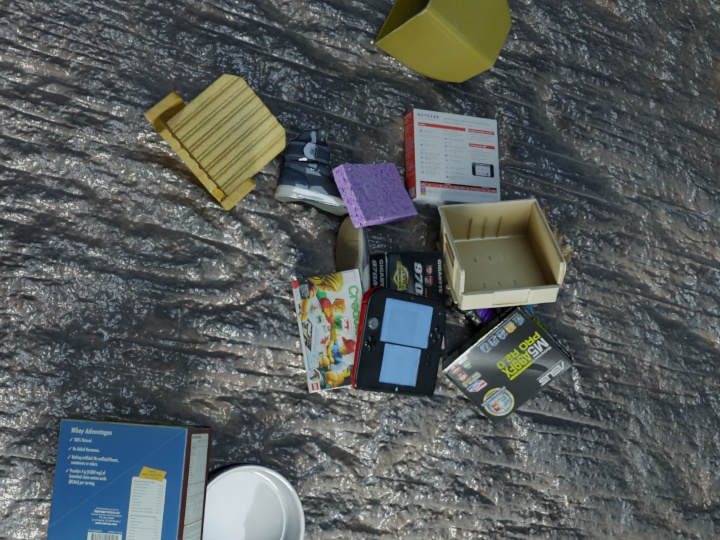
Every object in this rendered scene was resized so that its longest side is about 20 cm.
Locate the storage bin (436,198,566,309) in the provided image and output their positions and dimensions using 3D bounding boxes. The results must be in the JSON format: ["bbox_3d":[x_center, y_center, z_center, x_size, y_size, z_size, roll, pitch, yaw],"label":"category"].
[{"bbox_3d":[0.258,-0.031,1.478,0.196,0.095,0.200,-4,44,-7],"label":"storage bin"}]

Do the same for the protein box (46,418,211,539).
[{"bbox_3d":[-0.340,0.330,1.171,0.194,0.135,0.204,2,79,5],"label":"protein box"}]

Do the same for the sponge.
[{"bbox_3d":[0.030,-0.142,1.449,0.199,0.030,0.113,-14,79,-57],"label":"sponge"}]

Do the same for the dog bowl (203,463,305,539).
[{"bbox_3d":[-0.195,0.422,1.292,0.196,0.079,0.204,4,79,-23],"label":"dog bowl"}]

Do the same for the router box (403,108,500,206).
[{"bbox_3d":[0.185,-0.220,1.579,0.196,0.049,0.183,3,80,-23],"label":"router box"}]

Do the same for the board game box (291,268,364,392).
[{"bbox_3d":[-0.045,0.107,1.398,0.124,0.035,0.204,-10,87,8],"label":"board game box"}]

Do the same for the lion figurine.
[{"bbox_3d":[0.344,-0.067,1.623,0.196,0.072,0.125,-3,90,-10],"label":"lion figurine"}]

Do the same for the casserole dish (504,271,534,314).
[{"bbox_3d":[0.320,0.096,1.558,0.121,0.038,0.204,-38,115,-67],"label":"casserole dish"}]

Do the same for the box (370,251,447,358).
[{"bbox_3d":[0.091,0.067,1.457,0.157,0.046,0.204,-1,89,-42],"label":"box"}]

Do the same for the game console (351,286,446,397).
[{"bbox_3d":[0.072,0.129,1.388,0.198,0.031,0.181,13,80,-39],"label":"game console"}]

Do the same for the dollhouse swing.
[{"bbox_3d":[-0.229,-0.237,1.342,0.175,0.182,0.201,-41,98,-3],"label":"dollhouse swing"}]

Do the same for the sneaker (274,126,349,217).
[{"bbox_3d":[-0.051,-0.184,1.454,0.199,0.077,0.149,13,78,-22],"label":"sneaker"}]

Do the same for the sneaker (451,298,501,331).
[{"bbox_3d":[0.227,0.081,1.545,0.098,0.070,0.204,-6,82,-17],"label":"sneaker"}]

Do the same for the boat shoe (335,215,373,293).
[{"bbox_3d":[0.000,0.000,1.454,0.064,0.071,0.204,0,83,-41],"label":"boat shoe"}]

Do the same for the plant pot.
[{"bbox_3d":[0.183,-0.490,1.550,0.199,0.195,0.197,34,70,-22],"label":"plant pot"}]

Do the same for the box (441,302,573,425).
[{"bbox_3d":[0.278,0.176,1.494,0.200,0.044,0.160,-42,101,19],"label":"box"}]
